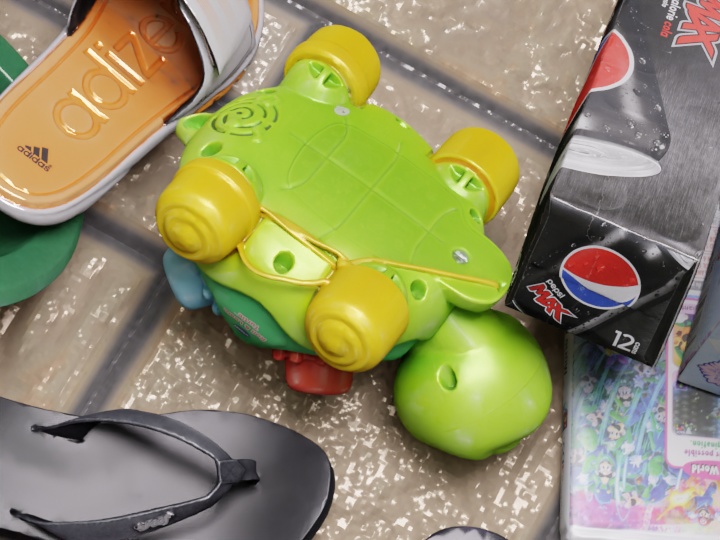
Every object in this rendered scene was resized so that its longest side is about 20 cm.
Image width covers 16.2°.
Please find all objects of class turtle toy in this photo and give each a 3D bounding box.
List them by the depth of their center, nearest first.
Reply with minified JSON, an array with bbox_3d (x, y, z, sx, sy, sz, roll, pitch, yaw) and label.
[{"bbox_3d":[0.000,0.000,1.067,0.199,0.101,0.146,37,47,5],"label":"turtle toy"}]

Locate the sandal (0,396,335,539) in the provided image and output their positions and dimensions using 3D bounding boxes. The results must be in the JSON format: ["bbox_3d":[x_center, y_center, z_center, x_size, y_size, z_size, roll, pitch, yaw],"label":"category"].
[{"bbox_3d":[-0.109,0.088,1.055,0.198,0.043,0.077,6,70,-4],"label":"sandal"}]

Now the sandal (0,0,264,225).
[{"bbox_3d":[-0.092,-0.096,1.083,0.079,0.059,0.207,36,47,-3],"label":"sandal"}]

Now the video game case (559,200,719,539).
[{"bbox_3d":[0.188,0.041,1.116,0.198,0.024,0.184,5,70,-5],"label":"video game case"}]

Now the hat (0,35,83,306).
[{"bbox_3d":[-0.244,-0.025,1.092,0.200,0.176,0.166,47,38,-2],"label":"hat"}]

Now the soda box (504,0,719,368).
[{"bbox_3d":[0.122,-0.053,1.076,0.070,0.064,0.201,22,40,2],"label":"soda box"}]

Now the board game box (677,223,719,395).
[{"bbox_3d":[0.196,-0.068,1.037,0.041,0.200,0.201,18,69,0],"label":"board game box"}]

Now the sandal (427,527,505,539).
[{"bbox_3d":[0.026,0.200,1.022,0.075,0.043,0.202,11,70,-3],"label":"sandal"}]
